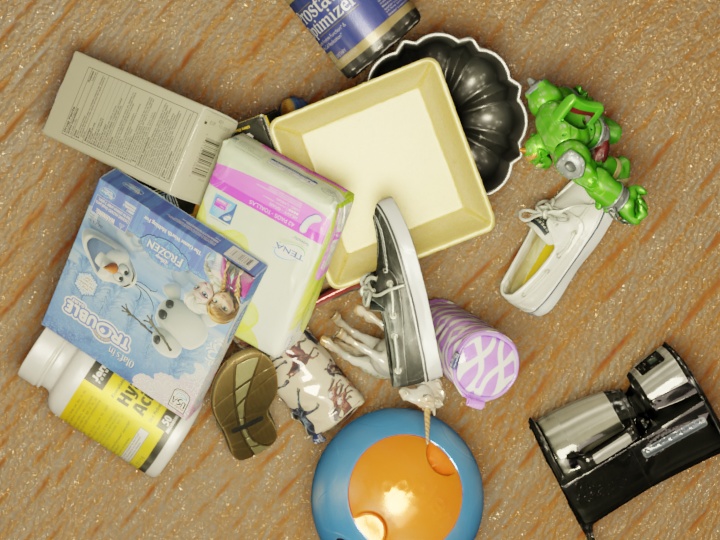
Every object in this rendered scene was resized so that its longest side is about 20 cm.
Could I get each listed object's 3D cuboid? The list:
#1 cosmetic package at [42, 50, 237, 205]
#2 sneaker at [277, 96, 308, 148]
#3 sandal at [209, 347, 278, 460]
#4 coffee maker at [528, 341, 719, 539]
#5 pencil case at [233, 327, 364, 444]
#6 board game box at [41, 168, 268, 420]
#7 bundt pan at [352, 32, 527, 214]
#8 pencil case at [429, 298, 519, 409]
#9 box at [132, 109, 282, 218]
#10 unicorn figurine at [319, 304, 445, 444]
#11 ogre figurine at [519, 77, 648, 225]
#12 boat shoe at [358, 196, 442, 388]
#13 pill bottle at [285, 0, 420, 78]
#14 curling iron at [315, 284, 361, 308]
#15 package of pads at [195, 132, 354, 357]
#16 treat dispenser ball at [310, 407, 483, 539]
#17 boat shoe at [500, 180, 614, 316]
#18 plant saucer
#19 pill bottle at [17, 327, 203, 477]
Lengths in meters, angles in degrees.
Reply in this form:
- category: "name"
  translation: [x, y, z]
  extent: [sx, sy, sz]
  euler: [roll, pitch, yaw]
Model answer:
- category: "cosmetic package"
  translation: [-0.243, -0.157, 1.473]
  extent: [0.199, 0.071, 0.106]
  euler: [27, 94, 28]
- category: "sneaker"
  translation: [-0.037, -0.108, 1.549]
  extent: [0.087, 0.075, 0.203]
  euler: [-19, 102, -15]
- category: "sandal"
  translation: [-0.136, 0.149, 1.540]
  extent: [0.079, 0.201, 0.054]
  euler: [-21, 56, -14]
- category: "coffee maker"
  translation: [0.323, 0.211, 1.584]
  extent: [0.198, 0.135, 0.193]
  euler: [-28, 122, 3]
- category: "pencil case"
  translation: [-0.088, 0.105, 1.564]
  extent: [0.089, 0.078, 0.201]
  euler: [-37, 98, 18]
- category: "board game box"
  translation: [-0.226, 0.028, 1.447]
  extent: [0.199, 0.043, 0.200]
  euler: [31, 118, 7]
- category: "bundt pan"
  translation: [0.088, -0.170, 1.530]
  extent: [0.199, 0.076, 0.205]
  euler: [0, 101, -1]
- category: "pencil case"
  translation: [0.113, 0.091, 1.510]
  extent: [0.083, 0.200, 0.087]
  euler: [10, 98, -14]
- category: "box"
  translation: [-0.158, -0.075, 1.518]
  extent: [0.198, 0.049, 0.162]
  euler: [-16, 97, 22]
- category: "unicorn figurine"
  translation: [0.028, 0.101, 1.512]
  extent: [0.137, 0.200, 0.074]
  euler: [37, 92, -11]
- category: "ogre figurine"
  translation: [0.241, -0.145, 1.476]
  extent: [0.119, 0.098, 0.203]
  euler: [22, 57, -38]
- category: "boat shoe"
  translation: [0.033, 0.025, 1.433]
  extent: [0.067, 0.074, 0.202]
  euler: [-14, 95, -5]
- category: "pill bottle"
  translation: [-0.033, -0.324, 1.488]
  extent: [0.112, 0.112, 0.201]
  euler: [-39, 98, 4]
- category: "curling iron"
  translation: [0.000, 0.000, 1.578]
  extent: [0.197, 0.026, 0.050]
  euler: [-19, 102, 0]
- category: "package of pads"
  translation: [-0.106, -0.024, 1.451]
  extent: [0.153, 0.068, 0.202]
  euler: [28, 113, 11]
- category: "treat dispenser ball"
  translation: [0.042, 0.259, 1.530]
  extent: [0.198, 0.201, 0.204]
  euler: [0, 98, -2]
- category: "boat shoe"
  translation: [0.221, -0.049, 1.548]
  extent: [0.085, 0.075, 0.203]
  euler: [23, 104, -36]
- category: "plant saucer"
  translation: [0.024, -0.107, 1.478]
  extent: [0.198, 0.048, 0.202]
  euler: [-21, 100, 3]
- category: "pill bottle"
  translation: [-0.289, 0.140, 1.545]
  extent: [0.199, 0.111, 0.112]
  euler: [33, 96, -6]
